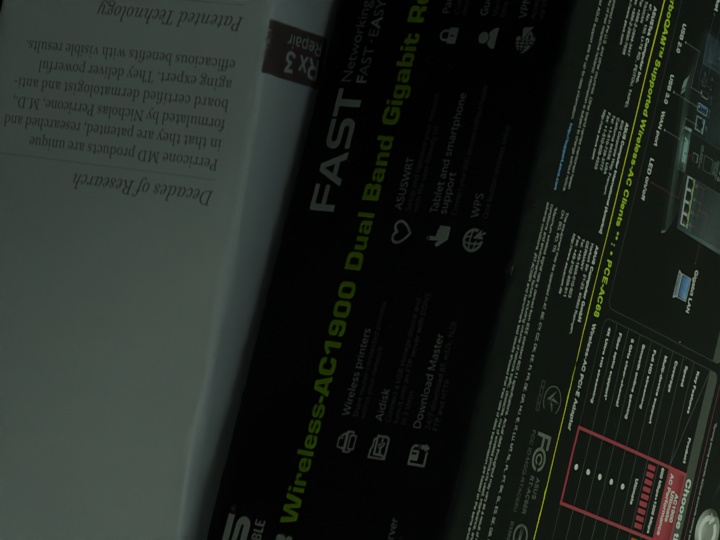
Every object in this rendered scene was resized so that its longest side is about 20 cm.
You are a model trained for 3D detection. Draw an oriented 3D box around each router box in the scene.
[{"bbox_3d":[0.048,0.014,0.631,0.062,0.201,0.150,7,168,39],"label":"router box"}]

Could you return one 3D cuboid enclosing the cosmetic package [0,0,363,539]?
[{"bbox_3d":[-0.024,-0.008,0.649,0.081,0.201,0.113,6,178,36],"label":"cosmetic package"}]
